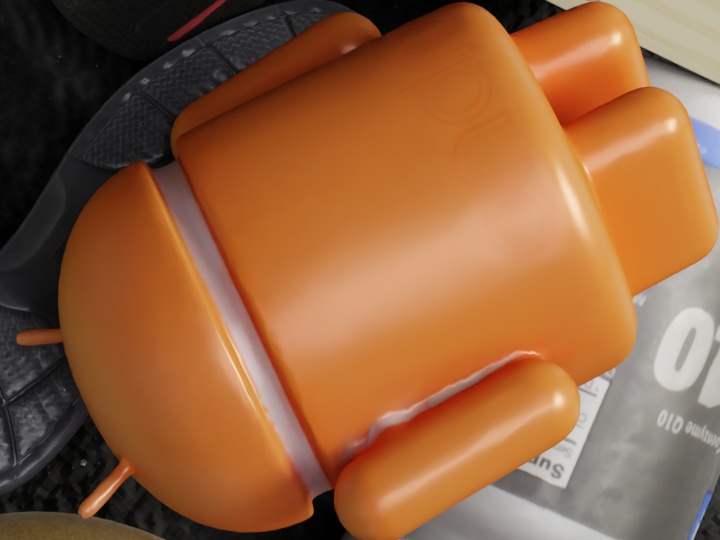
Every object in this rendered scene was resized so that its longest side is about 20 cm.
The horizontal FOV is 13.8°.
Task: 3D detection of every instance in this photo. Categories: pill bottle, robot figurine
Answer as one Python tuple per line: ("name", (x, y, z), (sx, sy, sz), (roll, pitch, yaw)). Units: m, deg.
("pill bottle", (0.066, 0.036, 0.947), (0.113, 0.114, 0.201), (24, 89, -20))
("robot figurine", (0.000, -0.001, 0.845), (0.199, 0.117, 0.144), (-26, 87, -2))

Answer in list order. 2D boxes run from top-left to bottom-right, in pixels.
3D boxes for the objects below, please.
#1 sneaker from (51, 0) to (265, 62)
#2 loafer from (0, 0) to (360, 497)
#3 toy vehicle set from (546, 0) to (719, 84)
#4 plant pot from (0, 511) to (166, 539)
("sneaker", (-0.090, -0.148, 0.895), (0.074, 0.087, 0.200), (-31, 130, 11))
("loafer", (-0.072, -0.007, 0.930), (0.072, 0.063, 0.200), (45, 76, 0))
("toy vehicle set", (0.030, -0.130, 0.911), (0.199, 0.124, 0.027), (23, 114, -21))
("plant pot", (-0.086, 0.170, 0.864), (0.199, 0.027, 0.201), (5, 105, 20))
